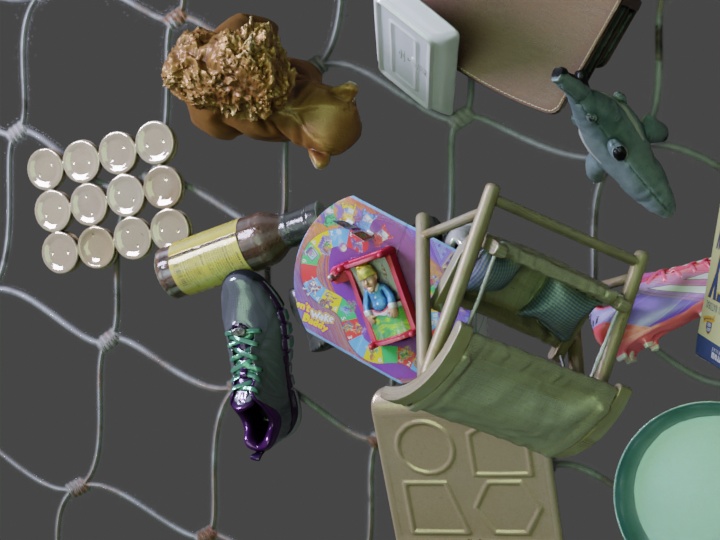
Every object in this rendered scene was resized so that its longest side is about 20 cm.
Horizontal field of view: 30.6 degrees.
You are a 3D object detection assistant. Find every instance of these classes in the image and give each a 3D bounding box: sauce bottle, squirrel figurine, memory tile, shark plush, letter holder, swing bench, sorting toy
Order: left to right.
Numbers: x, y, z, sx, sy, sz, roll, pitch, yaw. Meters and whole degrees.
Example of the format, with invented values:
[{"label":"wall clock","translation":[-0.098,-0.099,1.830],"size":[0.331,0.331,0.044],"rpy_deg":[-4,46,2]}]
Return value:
[{"label":"memory tile","translation":[-0.291,-0.082,1.525],"size":[0.199,0.017,0.154],"rpy_deg":[-10,91,20]},{"label":"sauce bottle","translation":[-0.128,-0.025,1.445],"size":[0.199,0.065,0.065],"rpy_deg":[-17,89,19]},{"label":"squirrel figurine","translation":[-0.095,-0.178,1.347],"size":[0.186,0.200,0.142],"rpy_deg":[32,98,27]},{"label":"sorting toy","translation":[0.114,0.213,1.382],"size":[0.184,0.036,0.201],"rpy_deg":[-4,106,20]},{"label":"letter holder","translation":[0.152,-0.255,1.308],"size":[0.200,0.101,0.143],"rpy_deg":[33,107,14]},{"label":"swing bench","translation":[0.148,0.055,1.239],"size":[0.130,0.198,0.201],"rpy_deg":[-21,53,57]},{"label":"shark plush","translation":[0.247,-0.133,1.250],"size":[0.091,0.200,0.084],"rpy_deg":[-23,45,11]}]

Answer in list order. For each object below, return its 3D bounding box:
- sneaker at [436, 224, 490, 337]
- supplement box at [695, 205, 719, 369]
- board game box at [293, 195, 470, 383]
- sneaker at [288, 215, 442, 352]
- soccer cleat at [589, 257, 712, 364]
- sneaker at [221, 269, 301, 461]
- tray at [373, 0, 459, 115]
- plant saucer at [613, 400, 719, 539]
[{"label":"sneaker","translation":[0.099,0.052,1.365],"size":[0.070,0.080,0.201],"rpy_deg":[1,97,18]},{"label":"supplement box","translation":[0.430,0.007,1.178],"size":[0.199,0.134,0.201],"rpy_deg":[7,98,-5]},{"label":"board game box","translation":[0.012,0.025,1.334],"size":[0.199,0.039,0.159],"rpy_deg":[29,111,17]},{"label":"sneaker","translation":[0.000,0.000,1.401],"size":[0.200,0.076,0.091],"rpy_deg":[-40,75,16]},{"label":"soccer cleat","translation":[0.318,0.019,1.294],"size":[0.200,0.067,0.077],"rpy_deg":[-32,70,18]},{"label":"sneaker","translation":[-0.113,0.102,1.419],"size":[0.074,0.088,0.201],"rpy_deg":[-9,106,22]},{"label":"tray","translation":[0.049,-0.217,1.300],"size":[0.107,0.200,0.022],"rpy_deg":[40,79,12]},{"label":"plant saucer","translation":[0.355,0.228,1.316],"size":[0.199,0.027,0.201],"rpy_deg":[2,96,19]}]
